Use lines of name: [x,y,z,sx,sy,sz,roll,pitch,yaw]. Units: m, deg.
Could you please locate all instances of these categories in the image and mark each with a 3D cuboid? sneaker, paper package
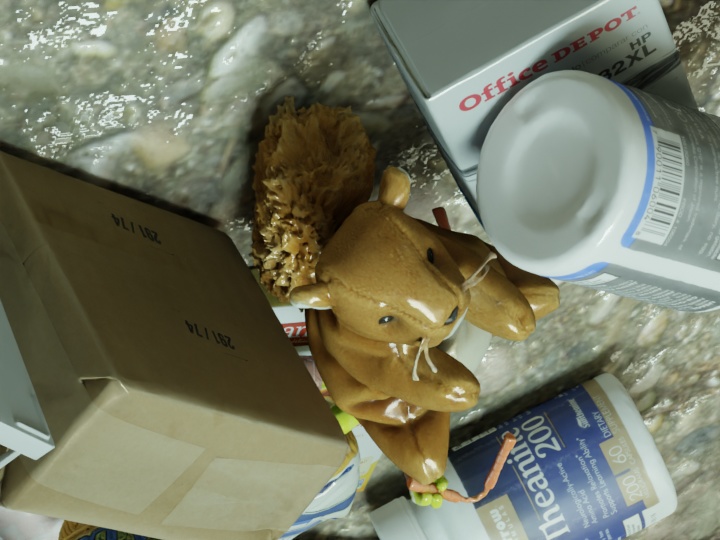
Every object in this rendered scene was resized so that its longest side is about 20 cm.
sneaker: [-0.091,0.162,1.703,0.199,0.075,0.088,-18,142,-7]
paper package: [-0.132,0.049,1.491,0.103,0.191,0.200,-47,143,21]

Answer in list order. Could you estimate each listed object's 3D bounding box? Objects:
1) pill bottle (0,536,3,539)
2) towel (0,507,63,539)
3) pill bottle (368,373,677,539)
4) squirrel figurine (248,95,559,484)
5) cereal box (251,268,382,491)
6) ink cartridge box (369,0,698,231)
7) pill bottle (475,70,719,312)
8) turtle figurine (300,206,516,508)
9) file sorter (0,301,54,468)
pill bottle: [-0.272,0.263,1.653,0.200,0.116,0.116,-41,148,-12]
towel: [-0.226,0.160,1.712,0.200,0.032,0.191,3,136,-36]
pill bottle: [0.112,0.162,1.878,0.200,0.111,0.111,-26,146,-2]
squirrel figurine: [0.000,0.000,1.507,0.142,0.200,0.187,-48,160,-1]
cereal box: [-0.033,0.075,1.727,0.143,0.040,0.200,-5,139,-29]
ink cartridge box: [0.109,-0.107,1.551,0.145,0.084,0.200,-29,145,1]
pill bottle: [0.169,-0.038,1.507,0.200,0.114,0.114,14,128,-46]
turtle figurine: [0.005,0.062,1.648,0.161,0.064,0.201,-14,115,-14]
file sorter: [-0.269,0.025,1.359,0.124,0.200,0.139,-37,145,16]
